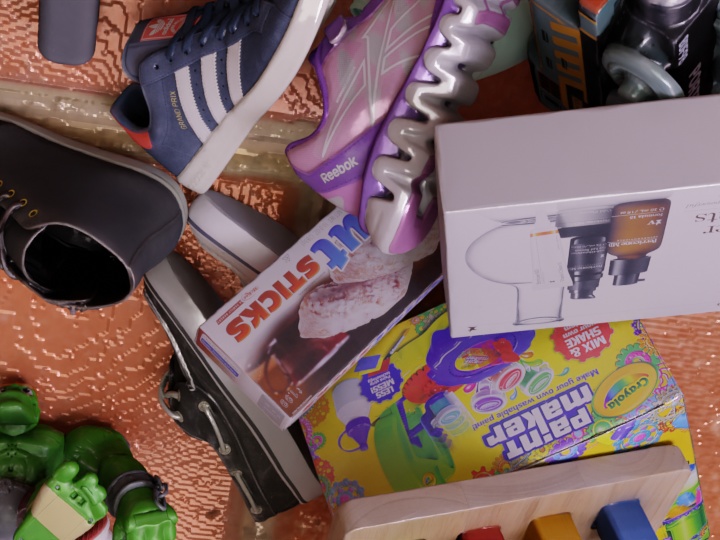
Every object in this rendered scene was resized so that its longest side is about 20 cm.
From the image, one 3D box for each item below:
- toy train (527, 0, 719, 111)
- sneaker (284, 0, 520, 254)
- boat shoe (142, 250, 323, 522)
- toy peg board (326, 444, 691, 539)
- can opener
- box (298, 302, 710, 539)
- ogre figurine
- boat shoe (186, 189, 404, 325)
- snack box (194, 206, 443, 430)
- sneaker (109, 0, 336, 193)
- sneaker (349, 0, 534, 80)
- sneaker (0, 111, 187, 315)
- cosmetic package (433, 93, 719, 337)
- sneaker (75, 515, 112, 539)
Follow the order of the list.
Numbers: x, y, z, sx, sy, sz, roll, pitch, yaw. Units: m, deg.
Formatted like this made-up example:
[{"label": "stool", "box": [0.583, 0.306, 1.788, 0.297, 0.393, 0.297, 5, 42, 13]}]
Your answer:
[{"label": "toy train", "box": [0.137, -0.117, 0.700, 0.114, 0.200, 0.085, 38, 85, 20]}, {"label": "sneaker", "box": [0.021, -0.114, 0.680, 0.088, 0.080, 0.202, 24, 96, 18]}, {"label": "boat shoe", "box": [-0.090, 0.078, 0.844, 0.063, 0.071, 0.201, -28, 115, 3]}, {"label": "toy peg board", "box": [0.078, 0.206, 0.742, 0.197, 0.098, 0.201, -6, 140, -19]}, {"label": "can opener", "box": [-0.163, -0.198, 0.694, 0.066, 0.054, 0.201, 5, 136, -11]}, {"label": "box", "box": [0.088, 0.115, 0.816, 0.199, 0.123, 0.193, -24, 142, 2]}, {"label": "ogre figurine", "box": [-0.216, 0.131, 0.822, 0.198, 0.120, 0.099, -18, 109, -2]}, {"label": "boat shoe", "box": [-0.037, 0.030, 0.836, 0.200, 0.071, 0.070, 37, 100, -26]}, {"label": "snack box", "box": [0.000, 0.000, 0.776, 0.072, 0.024, 0.200, 43, 61, 8]}, {"label": "sneaker", "box": [-0.078, -0.121, 0.728, 0.084, 0.075, 0.200, 34, 136, -10]}, {"label": "sneaker", "box": [0.041, -0.190, 0.727, 0.118, 0.073, 0.202, -34, 120, -30]}, {"label": "sneaker", "box": [-0.203, -0.037, 0.750, 0.198, 0.106, 0.075, 10, 112, 4]}, {"label": "cosmetic package", "box": [0.138, -0.025, 0.676, 0.198, 0.052, 0.151, -6, 157, 3]}, {"label": "sneaker", "box": [-0.233, 0.248, 0.891, 0.199, 0.078, 0.116, -25, 112, 4]}]
